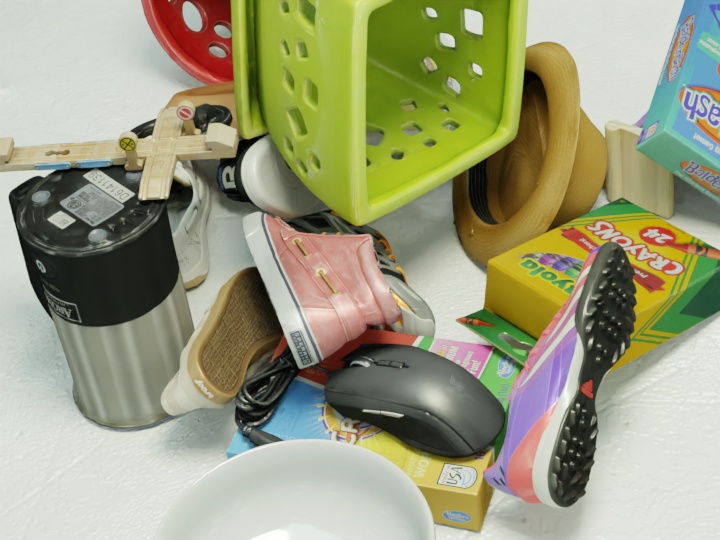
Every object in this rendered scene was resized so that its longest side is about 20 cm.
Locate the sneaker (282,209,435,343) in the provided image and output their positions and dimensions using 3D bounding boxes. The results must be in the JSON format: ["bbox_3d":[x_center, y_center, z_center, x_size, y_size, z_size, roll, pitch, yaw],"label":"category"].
[{"bbox_3d":[0.000,0.000,1.377,0.077,0.079,0.200,-28,43,-28],"label":"sneaker"}]

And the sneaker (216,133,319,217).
[{"bbox_3d":[-0.089,-0.081,1.452,0.111,0.074,0.200,-9,7,24],"label":"sneaker"}]

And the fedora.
[{"bbox_3d":[0.155,-0.094,1.416,0.081,0.201,0.201,17,32,-28],"label":"fedora"}]

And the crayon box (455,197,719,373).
[{"bbox_3d":[0.188,0.016,1.307,0.199,0.051,0.127,-25,42,-36],"label":"crayon box"}]

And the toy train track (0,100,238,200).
[{"bbox_3d":[-0.194,-0.100,1.270,0.198,0.033,0.115,-4,41,7],"label":"toy train track"}]

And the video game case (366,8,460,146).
[{"bbox_3d":[0.019,-0.184,1.508,0.199,0.023,0.183,-3,54,-39],"label":"video game case"}]

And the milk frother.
[{"bbox_3d":[-0.169,-0.014,1.337,0.198,0.189,0.181,-23,43,-16],"label":"milk frother"}]

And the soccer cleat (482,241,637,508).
[{"bbox_3d":[0.144,0.070,1.190,0.073,0.068,0.202,3,68,40],"label":"soccer cleat"}]

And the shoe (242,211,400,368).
[{"bbox_3d":[-0.031,0.001,1.293,0.090,0.072,0.200,-23,30,-3],"label":"shoe"}]

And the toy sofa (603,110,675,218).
[{"bbox_3d":[0.285,-0.145,1.479,0.097,0.083,0.200,26,52,32],"label":"toy sofa"}]

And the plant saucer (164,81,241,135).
[{"bbox_3d":[-0.093,-0.155,1.525,0.198,0.038,0.200,-6,10,1],"label":"plant saucer"}]

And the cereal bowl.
[{"bbox_3d":[-0.042,0.216,1.133,0.198,0.084,0.201,-6,41,5],"label":"cereal bowl"}]

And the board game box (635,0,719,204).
[{"bbox_3d":[0.329,-0.150,1.406,0.151,0.045,0.201,30,62,-16],"label":"board game box"}]

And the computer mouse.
[{"bbox_3d":[-0.001,0.096,1.225,0.199,0.046,0.140,23,49,32],"label":"computer mouse"}]

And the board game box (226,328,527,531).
[{"bbox_3d":[0.016,0.114,1.269,0.198,0.041,0.154,7,44,18],"label":"board game box"}]

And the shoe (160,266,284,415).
[{"bbox_3d":[-0.105,0.056,1.326,0.053,0.070,0.200,-41,5,29],"label":"shoe"}]

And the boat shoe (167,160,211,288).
[{"bbox_3d":[-0.172,-0.070,1.489,0.070,0.070,0.201,-14,41,-3],"label":"boat shoe"}]

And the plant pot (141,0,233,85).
[{"bbox_3d":[-0.097,-0.300,1.648,0.198,0.202,0.183,8,35,18],"label":"plant pot"}]

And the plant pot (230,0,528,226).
[{"bbox_3d":[0.005,-0.186,1.323,0.199,0.201,0.181,-28,44,-34],"label":"plant pot"}]
